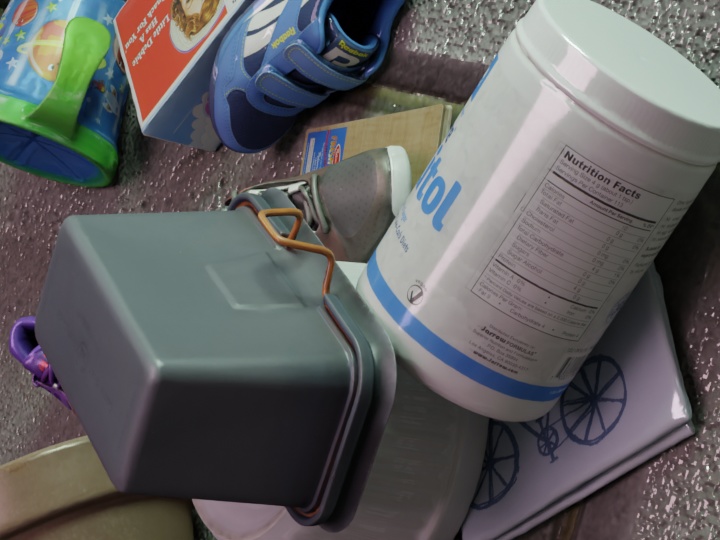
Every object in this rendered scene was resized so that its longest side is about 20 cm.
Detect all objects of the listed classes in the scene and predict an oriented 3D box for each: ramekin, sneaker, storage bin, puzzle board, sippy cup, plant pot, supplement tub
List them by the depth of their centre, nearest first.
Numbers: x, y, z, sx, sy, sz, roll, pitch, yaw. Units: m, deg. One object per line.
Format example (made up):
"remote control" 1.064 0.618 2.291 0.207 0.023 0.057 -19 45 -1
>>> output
"supplement tub" 0.097 -0.032 1.293 0.201 0.131 0.132 -58 39 20
"storage bin" -0.085 0.037 1.310 0.200 0.133 0.147 53 132 48
"ramekin" -0.023 0.087 1.433 0.200 0.104 0.202 -22 63 52
"sneaker" -0.046 -0.024 1.530 0.200 0.081 0.078 -33 53 45
"puzzle board" 0.000 0.000 1.543 0.150 0.017 0.202 -6 73 54
"plant pot" -0.178 0.219 1.582 0.200 0.199 0.176 -37 67 41
"sneaker" -0.034 -0.148 1.593 0.201 0.074 0.083 -55 42 27
"sneaker" -0.193 0.081 1.715 0.199 0.083 0.081 21 91 54
"sippy cup" -0.230 -0.149 1.820 0.177 0.139 0.131 8 72 37

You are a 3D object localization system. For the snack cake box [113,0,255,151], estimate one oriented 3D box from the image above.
"snack cake box" -0.088 -0.194 1.687 0.200 0.067 0.116 -48 46 33

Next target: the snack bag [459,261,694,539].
"snack bag" 0.106 0.040 1.381 0.188 0.021 0.201 -38 50 40
